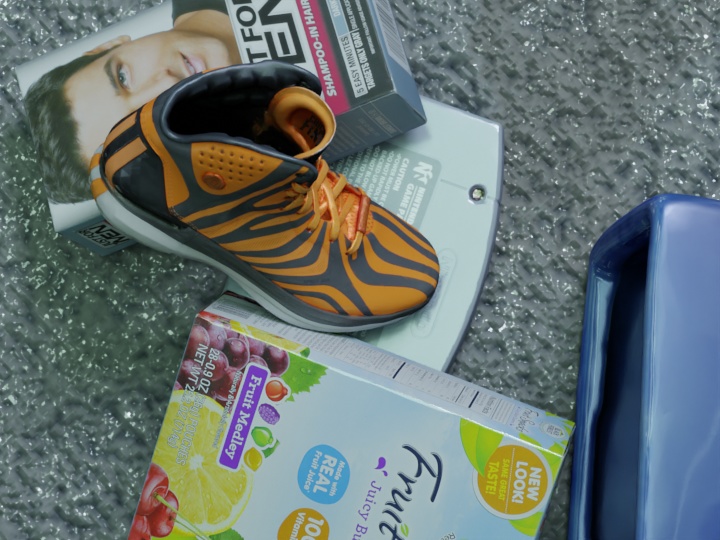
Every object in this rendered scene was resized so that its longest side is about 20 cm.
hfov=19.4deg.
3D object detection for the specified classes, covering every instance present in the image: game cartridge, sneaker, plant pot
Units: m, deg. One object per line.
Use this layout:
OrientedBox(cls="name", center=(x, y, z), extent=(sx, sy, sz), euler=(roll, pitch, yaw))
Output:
OrientedBox(cls="game cartridge", center=(0.000, 0.000, 1.139), extent=(0.132, 0.040, 0.201), euler=(20, 84, 11))
OrientedBox(cls="sneaker", center=(-0.026, -0.035, 1.036), extent=(0.199, 0.112, 0.078), euler=(18, 56, -28))
OrientedBox(cls="plant pot", center=(0.206, 0.078, 1.034), extent=(0.178, 0.200, 0.202), euler=(5, 83, -2))

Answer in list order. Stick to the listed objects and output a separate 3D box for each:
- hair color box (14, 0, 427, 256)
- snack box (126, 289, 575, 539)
OrientedBox(cls="hair color box", center=(-0.076, -0.093, 1.119), extent=(0.199, 0.061, 0.100), euler=(-22, 72, 14))
OrientedBox(cls="snack box", center=(-0.010, 0.125, 1.080), extent=(0.198, 0.068, 0.170), euler=(19, 105, 6))
